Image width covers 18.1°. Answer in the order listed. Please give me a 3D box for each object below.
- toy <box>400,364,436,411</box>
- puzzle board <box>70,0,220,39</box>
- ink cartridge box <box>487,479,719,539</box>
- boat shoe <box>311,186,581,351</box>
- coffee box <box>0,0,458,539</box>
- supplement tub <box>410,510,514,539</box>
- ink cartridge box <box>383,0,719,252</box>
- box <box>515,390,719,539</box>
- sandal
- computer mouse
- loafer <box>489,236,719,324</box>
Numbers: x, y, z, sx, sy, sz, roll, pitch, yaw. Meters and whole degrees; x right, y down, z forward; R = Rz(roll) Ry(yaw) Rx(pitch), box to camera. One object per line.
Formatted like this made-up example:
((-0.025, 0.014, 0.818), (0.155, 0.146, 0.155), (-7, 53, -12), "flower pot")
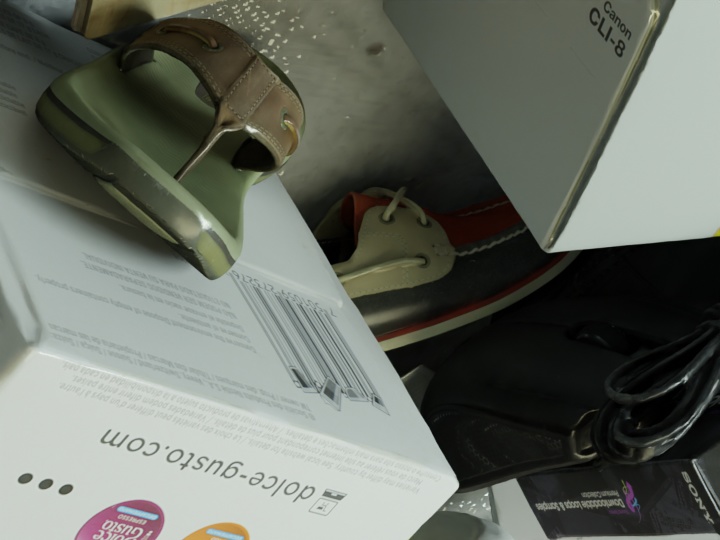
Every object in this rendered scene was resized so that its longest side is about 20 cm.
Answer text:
((-0.004, 0.078, 0.999), (0.115, 0.047, 0.200), (-35, 164, 6), "toy")
((-0.017, -0.174, 0.730), (0.150, 0.017, 0.200), (-22, 145, -39), "puzzle board")
((0.159, 0.096, 1.008), (0.199, 0.086, 0.146), (-11, 167, 4), "ink cartridge box")
((0.000, 0.000, 0.922), (0.199, 0.071, 0.063), (-22, 102, -12), "boat shoe")
((-0.129, 0.047, 0.769), (0.198, 0.200, 0.199), (-47, 140, 19), "coffee box")
((0.008, 0.208, 0.916), (0.140, 0.140, 0.201), (-11, 98, -25), "supplement tub")
((0.137, -0.111, 0.827), (0.199, 0.146, 0.145), (-5, 136, -31), "ink cartridge box")
((0.168, 0.036, 0.858), (0.200, 0.036, 0.143), (-34, -174, -23), "box")
((-0.052, -0.057, 0.748), (0.080, 0.201, 0.057), (42, 108, -7), "sandal")
((0.085, 0.034, 0.864), (0.138, 0.053, 0.200), (-34, -175, -33), "computer mouse")
((0.120, 0.013, 0.949), (0.068, 0.071, 0.200), (30, 146, -18), "loafer")
